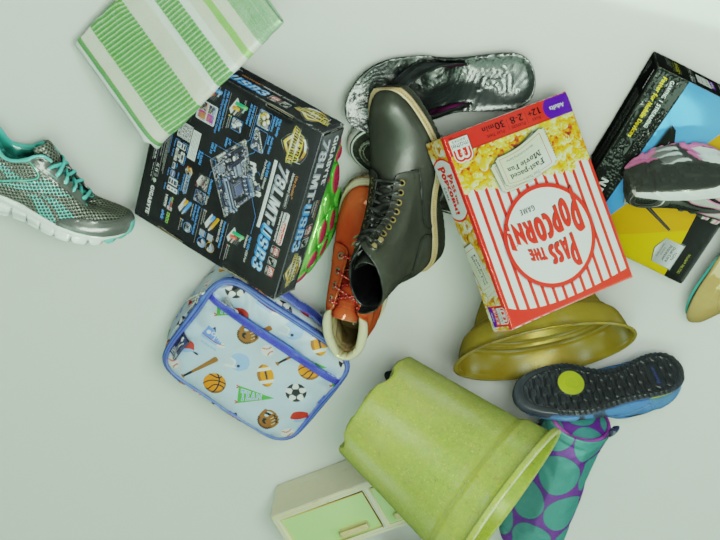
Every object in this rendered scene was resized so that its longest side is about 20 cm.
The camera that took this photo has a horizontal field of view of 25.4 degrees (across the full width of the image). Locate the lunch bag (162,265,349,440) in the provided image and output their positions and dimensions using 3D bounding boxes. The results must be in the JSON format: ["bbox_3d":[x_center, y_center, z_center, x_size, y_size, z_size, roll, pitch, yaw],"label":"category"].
[{"bbox_3d":[-0.116,0.085,1.787,0.199,0.076,0.160,34,115,-15],"label":"lunch bag"}]

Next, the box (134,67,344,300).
[{"bbox_3d":[-0.130,-0.103,1.649,0.198,0.050,0.201,29,121,20],"label":"box"}]

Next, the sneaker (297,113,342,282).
[{"bbox_3d":[-0.068,-0.081,1.699,0.083,0.077,0.202,16,119,18],"label":"sneaker"}]

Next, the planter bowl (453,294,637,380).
[{"bbox_3d":[0.190,0.050,1.708,0.198,0.084,0.201,-8,161,-3],"label":"planter bowl"}]

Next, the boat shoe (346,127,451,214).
[{"bbox_3d":[0.079,-0.101,1.667,0.198,0.064,0.071,19,119,-4],"label":"boat shoe"}]

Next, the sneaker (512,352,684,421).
[{"bbox_3d":[0.259,0.141,1.762,0.198,0.066,0.079,-7,150,-14],"label":"sneaker"}]

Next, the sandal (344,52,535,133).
[{"bbox_3d":[0.078,-0.185,1.620,0.199,0.048,0.076,-11,99,7],"label":"sandal"}]

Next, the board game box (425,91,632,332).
[{"bbox_3d":[0.169,-0.059,1.595,0.151,0.046,0.202,-22,93,-22],"label":"board game box"}]

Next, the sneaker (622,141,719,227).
[{"bbox_3d":[0.363,-0.072,1.593,0.198,0.081,0.087,-1,129,9],"label":"sneaker"}]

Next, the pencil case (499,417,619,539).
[{"bbox_3d":[0.224,0.239,1.832,0.085,0.092,0.201,34,125,26],"label":"pencil case"}]

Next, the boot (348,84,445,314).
[{"bbox_3d":[0.026,-0.070,1.580,0.077,0.138,0.202,-1,115,31],"label":"boot"}]

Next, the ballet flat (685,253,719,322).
[{"bbox_3d":[0.408,-0.014,1.676,0.063,0.068,0.201,40,122,28],"label":"ballet flat"}]

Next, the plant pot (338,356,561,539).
[{"bbox_3d":[0.084,0.198,1.713,0.184,0.200,0.201,37,119,13],"label":"plant pot"}]

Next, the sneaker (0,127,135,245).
[{"bbox_3d":[-0.333,-0.093,1.710,0.198,0.078,0.092,18,116,-7],"label":"sneaker"}]

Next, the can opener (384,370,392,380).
[{"bbox_3d":[0.099,0.185,1.833,0.200,0.064,0.079,42,142,-6],"label":"can opener"}]

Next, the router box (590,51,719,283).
[{"bbox_3d":[0.318,-0.105,1.648,0.148,0.051,0.201,24,118,-9],"label":"router box"}]

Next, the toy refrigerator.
[{"bbox_3d":[-0.001,0.270,1.880,0.199,0.070,0.076,-22,115,16],"label":"toy refrigerator"}]

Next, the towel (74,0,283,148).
[{"bbox_3d":[-0.185,-0.239,1.602,0.200,0.023,0.153,-42,77,23],"label":"towel"}]

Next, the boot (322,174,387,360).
[{"bbox_3d":[0.000,0.000,1.695,0.074,0.107,0.201,11,126,10],"label":"boot"}]
